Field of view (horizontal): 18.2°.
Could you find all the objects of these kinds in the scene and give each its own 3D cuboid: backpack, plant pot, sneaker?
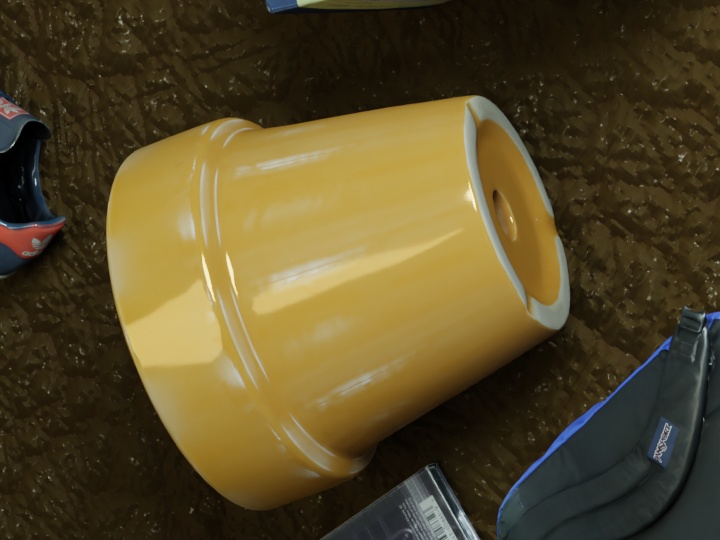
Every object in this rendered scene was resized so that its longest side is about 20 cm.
[{"bbox_3d":[0.178,0.117,1.036,0.200,0.167,0.163,-45,68,37],"label":"backpack"},{"bbox_3d":[0.000,0.000,1.147,0.182,0.200,0.201,-21,85,20],"label":"plant pot"},{"bbox_3d":[-0.237,-0.097,1.365,0.084,0.075,0.201,-24,92,37],"label":"sneaker"}]

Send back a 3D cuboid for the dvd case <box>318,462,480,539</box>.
[{"bbox_3d":[0.010,0.220,1.267,0.200,0.016,0.149,-38,76,33],"label":"dvd case"}]

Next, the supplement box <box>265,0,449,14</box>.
[{"bbox_3d":[0.055,-0.241,1.091,0.199,0.134,0.201,-8,92,36],"label":"supplement box"}]
